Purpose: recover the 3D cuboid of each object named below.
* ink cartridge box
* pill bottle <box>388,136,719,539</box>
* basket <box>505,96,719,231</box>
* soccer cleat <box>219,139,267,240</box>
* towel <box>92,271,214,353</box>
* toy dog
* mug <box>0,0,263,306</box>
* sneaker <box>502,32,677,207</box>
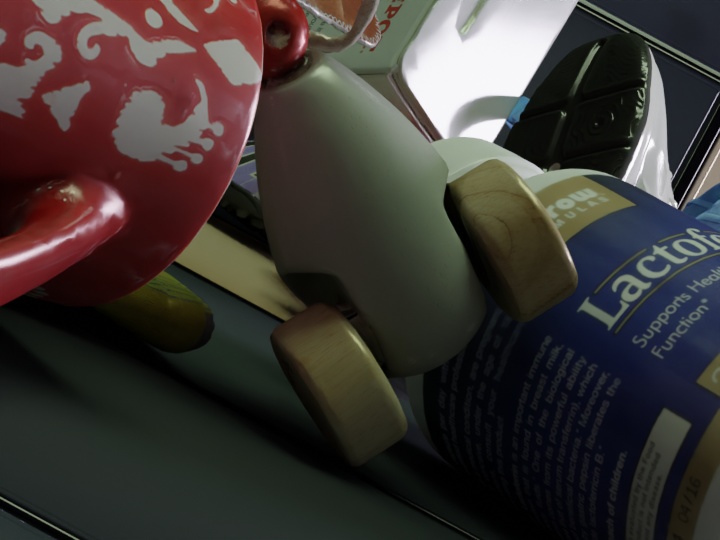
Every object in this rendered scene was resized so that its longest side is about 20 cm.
[{"bbox_3d":[-0.005,-0.121,1.307,0.199,0.147,0.083,3,-39,44],"label":"ink cartridge box"},{"bbox_3d":[0.087,0.035,0.851,0.200,0.116,0.116,31,6,41],"label":"pill bottle"},{"bbox_3d":[0.143,-0.008,1.320,0.200,0.139,0.176,47,5,-3],"label":"basket"},{"bbox_3d":[-0.003,-0.037,1.226,0.199,0.073,0.068,22,-7,39],"label":"soccer cleat"},{"bbox_3d":[-0.147,-0.030,0.780,0.200,0.023,0.144,23,8,-39],"label":"towel"},{"bbox_3d":[-0.016,-0.043,0.788,0.131,0.201,0.096,-14,7,-15],"label":"toy dog"},{"bbox_3d":[-0.133,-0.051,0.634,0.133,0.178,0.200,-14,-27,41],"label":"mug"},{"bbox_3d":[0.118,-0.001,1.154,0.075,0.201,0.115,-13,-37,37],"label":"sneaker"}]
